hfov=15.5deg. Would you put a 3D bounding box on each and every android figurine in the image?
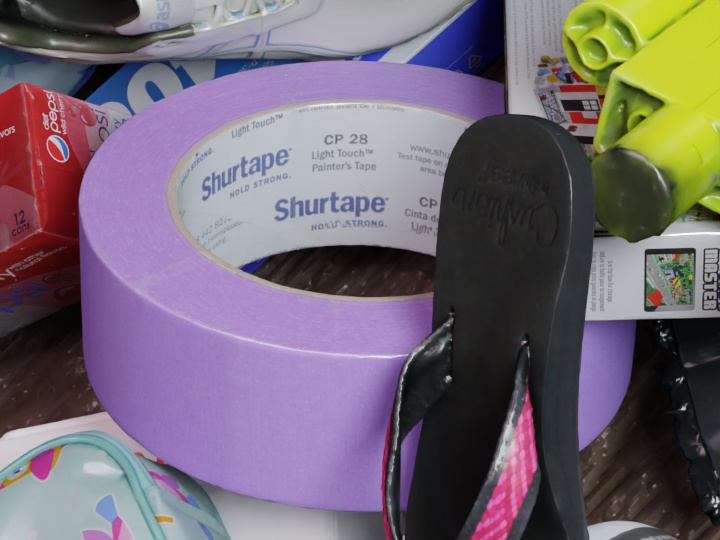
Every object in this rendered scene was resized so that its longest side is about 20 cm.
[{"bbox_3d":[0.159,-0.051,0.850,0.181,0.041,0.200,29,41,23],"label":"android figurine"}]

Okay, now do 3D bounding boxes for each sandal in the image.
[{"bbox_3d":[0.034,0.053,0.809,0.075,0.045,0.202,10,102,44],"label":"sandal"}]

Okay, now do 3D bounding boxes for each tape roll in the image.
[{"bbox_3d":[0.000,0.000,0.938,0.199,0.066,0.201,1,32,-1],"label":"tape roll"}]

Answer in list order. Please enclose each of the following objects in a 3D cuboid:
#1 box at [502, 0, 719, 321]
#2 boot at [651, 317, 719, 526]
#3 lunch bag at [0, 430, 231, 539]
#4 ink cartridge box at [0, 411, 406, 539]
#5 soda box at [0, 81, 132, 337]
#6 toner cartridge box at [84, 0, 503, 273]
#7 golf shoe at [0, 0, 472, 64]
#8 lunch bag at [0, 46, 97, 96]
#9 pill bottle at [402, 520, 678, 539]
[{"bbox_3d":[0.104,-0.056,0.922,0.109,0.035,0.201,-1,35,3],"label":"box"},{"bbox_3d":[0.188,0.046,0.891,0.162,0.073,0.199,-18,55,16],"label":"boot"},{"bbox_3d":[-0.093,0.168,0.872,0.160,0.077,0.201,-35,59,9],"label":"lunch bag"},{"bbox_3d":[-0.057,0.154,0.957,0.145,0.084,0.201,-11,65,21],"label":"ink cartridge box"},{"bbox_3d":[-0.173,-0.005,1.056,0.199,0.070,0.064,-24,65,35],"label":"soda box"},{"bbox_3d":[-0.038,-0.070,1.068,0.200,0.043,0.095,-42,58,4],"label":"toner cartridge box"},{"bbox_3d":[-0.050,-0.104,0.990,0.199,0.097,0.079,-6,107,16],"label":"golf shoe"},{"bbox_3d":[-0.206,-0.099,1.069,0.161,0.200,0.083,-40,61,13],"label":"lunch bag"},{"bbox_3d":[0.101,0.153,0.862,0.199,0.116,0.117,30,84,33],"label":"pill bottle"}]
